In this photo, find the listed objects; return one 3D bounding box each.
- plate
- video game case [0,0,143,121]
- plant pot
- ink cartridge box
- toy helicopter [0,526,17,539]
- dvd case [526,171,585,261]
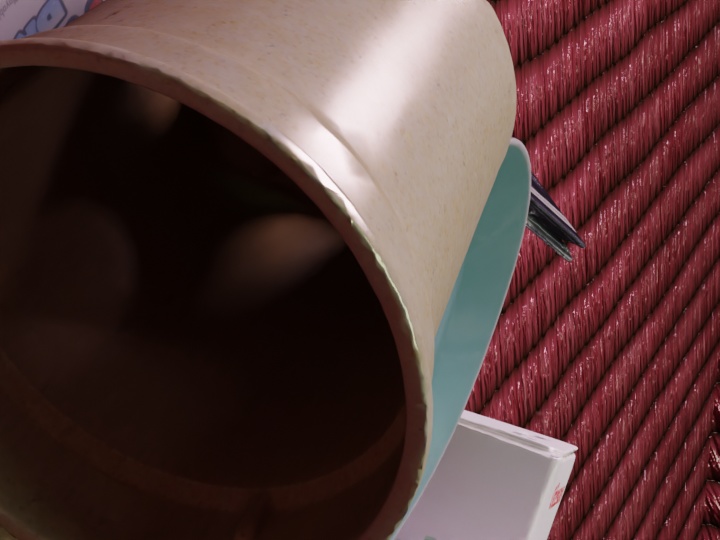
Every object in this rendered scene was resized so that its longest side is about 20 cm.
[{"bbox_3d":[0.016,0.037,0.987,0.201,0.025,0.201,-59,164,-29],"label":"plate"},{"bbox_3d":[-0.136,-0.007,0.856,0.200,0.024,0.183,-54,152,-28],"label":"video game case"},{"bbox_3d":[-0.038,-0.026,0.814,0.184,0.199,0.202,-54,148,-49],"label":"plant pot"},{"bbox_3d":[0.029,0.165,1.178,0.145,0.083,0.201,24,86,-82],"label":"ink cartridge box"},{"bbox_3d":[-0.128,0.118,0.860,0.200,0.078,0.133,-47,144,-40],"label":"toy helicopter"},{"bbox_3d":[0.026,-0.100,1.199,0.016,0.200,0.149,-40,151,9],"label":"dvd case"}]
